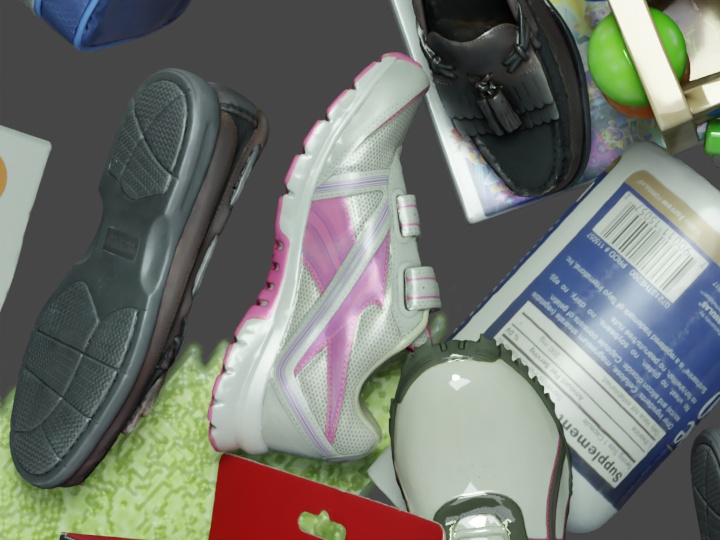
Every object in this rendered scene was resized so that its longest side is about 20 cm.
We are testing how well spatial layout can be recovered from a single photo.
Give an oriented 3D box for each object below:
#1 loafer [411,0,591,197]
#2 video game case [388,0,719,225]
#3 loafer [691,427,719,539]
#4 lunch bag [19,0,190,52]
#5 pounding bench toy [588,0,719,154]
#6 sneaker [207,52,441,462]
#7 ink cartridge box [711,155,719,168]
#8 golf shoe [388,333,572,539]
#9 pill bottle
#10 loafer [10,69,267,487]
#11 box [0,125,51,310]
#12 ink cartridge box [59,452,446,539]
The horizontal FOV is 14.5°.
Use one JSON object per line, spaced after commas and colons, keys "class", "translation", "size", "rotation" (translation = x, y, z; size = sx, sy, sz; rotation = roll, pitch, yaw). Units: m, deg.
{"class": "loafer", "translation": [0.047, -0.122, 1.281], "size": [0.071, 0.063, 0.201], "rotation": [-11, 103, 31]}
{"class": "video game case", "translation": [0.121, -0.121, 1.346], "size": [0.199, 0.018, 0.144], "rotation": [-19, 88, -3]}
{"class": "loafer", "translation": [0.203, 0.168, 1.300], "size": [0.063, 0.072, 0.202], "rotation": [-10, 88, -13]}
{"class": "lunch bag", "translation": [-0.109, -0.179, 1.245], "size": [0.132, 0.200, 0.136], "rotation": [34, 106, 5]}
{"class": "pounding bench toy", "translation": [0.175, -0.099, 1.189], "size": [0.155, 0.124, 0.201], "rotation": [-22, 84, 7]}
{"class": "sneaker", "translation": [0.000, 0.000, 1.304], "size": [0.088, 0.081, 0.201], "rotation": [19, 92, 4]}
{"class": "ink cartridge box", "translation": [0.288, -0.055, 1.303], "size": [0.199, 0.088, 0.146], "rotation": [34, 91, -7]}
{"class": "golf shoe", "translation": [0.058, 0.127, 1.202], "size": [0.077, 0.088, 0.201], "rotation": [-9, 110, 3]}
{"class": "pill bottle", "translation": [0.100, 0.047, 1.286], "size": [0.111, 0.111, 0.200], "rotation": [43, 90, 1]}
{"class": "loafer", "translation": [-0.096, 0.010, 1.289], "size": [0.063, 0.072, 0.201], "rotation": [14, 102, -45]}
{"class": "box", "translation": [-0.257, -0.031, 1.247], "size": [0.199, 0.097, 0.125], "rotation": [20, 85, -30]}
{"class": "ink cartridge box", "translation": [-0.059, 0.175, 1.220], "size": [0.083, 0.200, 0.177], "rotation": [9, 91, -33]}
